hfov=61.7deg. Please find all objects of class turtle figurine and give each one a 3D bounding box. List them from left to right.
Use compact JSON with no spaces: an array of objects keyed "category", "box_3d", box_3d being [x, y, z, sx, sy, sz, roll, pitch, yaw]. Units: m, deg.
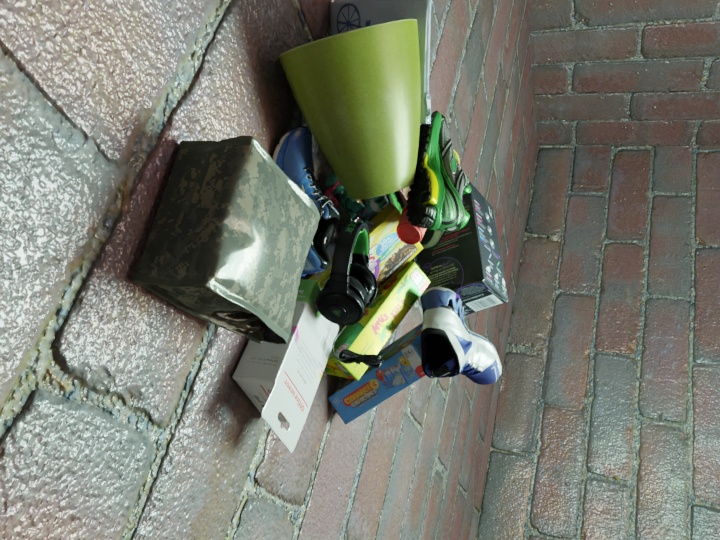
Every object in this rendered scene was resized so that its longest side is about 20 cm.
[{"category":"turtle figurine","box_3d":[0.000,-0.106,0.976,0.201,0.100,0.151,56,11,-37]}]

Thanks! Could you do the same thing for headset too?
[{"category":"headset","box_3d":[-0.003,0.035,0.830,0.124,0.092,0.203,-46,144,-69]}]

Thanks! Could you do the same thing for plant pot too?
[{"category":"plant pot","box_3d":[0.005,-0.205,0.807,0.187,0.185,0.203,-41,121,-59]}]

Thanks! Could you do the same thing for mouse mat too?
[{"category":"mouse mat","box_3d":[0.059,-0.124,1.013,0.161,0.007,0.202,-81,148,-64]}]

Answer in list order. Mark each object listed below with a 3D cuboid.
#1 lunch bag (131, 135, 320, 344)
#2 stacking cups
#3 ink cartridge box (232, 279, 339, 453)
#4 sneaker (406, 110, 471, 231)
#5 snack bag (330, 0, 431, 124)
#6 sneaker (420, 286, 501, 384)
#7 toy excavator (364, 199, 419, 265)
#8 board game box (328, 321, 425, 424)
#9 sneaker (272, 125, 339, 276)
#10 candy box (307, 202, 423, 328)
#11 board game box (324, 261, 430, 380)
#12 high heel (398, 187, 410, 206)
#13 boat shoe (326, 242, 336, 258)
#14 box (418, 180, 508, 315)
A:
[{"category":"lunch bag","box_3d":[-0.126,-0.023,0.660,0.200,0.116,0.166,44,53,-56]},{"category":"stacking cups","box_3d":[0.098,-0.119,0.918,0.201,0.060,0.061,-59,146,-44]},{"category":"ink cartridge box","box_3d":[-0.102,0.125,0.809,0.118,0.066,0.202,68,33,-46]},{"category":"sneaker","box_3d":[0.112,-0.140,0.867,0.078,0.084,0.203,-42,-140,54]},{"category":"snack bag","box_3d":[0.028,-0.311,0.884,0.021,0.198,0.192,-12,106,-46]},{"category":"sneaker","box_3d":[0.143,0.134,0.940,0.200,0.080,0.116,51,41,-30]},{"category":"toy excavator","box_3d":[0.055,-0.098,1.130,0.199,0.099,0.198,-6,98,-59]},{"category":"board game box","box_3d":[0.065,0.166,1.068,0.056,0.199,0.195,54,26,3]},{"category":"sneaker","box_3d":[-0.067,-0.093,0.818,0.078,0.088,0.204,-12,100,-67]},{"category":"candy box","box_3d":[0.000,0.000,0.919,0.200,0.026,0.102,-44,130,-3]},{"category":"board game box","box_3d":[0.015,0.076,0.953,0.048,0.101,0.201,47,66,-19]},{"category":"high heel","box_3d":[0.076,-0.158,0.975,0.200,0.067,0.097,70,-6,-69]},{"category":"boat shoe","box_3d":[-0.008,-0.008,1.012,0.199,0.064,0.075,-1,95,-68]},{"category":"box","box_3d":[0.177,-0.034,1.077,0.106,0.121,0.203,33,46,-47]}]
